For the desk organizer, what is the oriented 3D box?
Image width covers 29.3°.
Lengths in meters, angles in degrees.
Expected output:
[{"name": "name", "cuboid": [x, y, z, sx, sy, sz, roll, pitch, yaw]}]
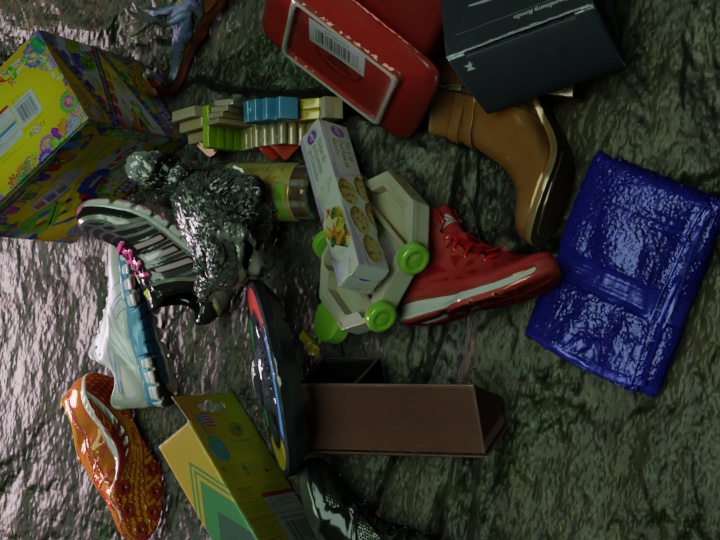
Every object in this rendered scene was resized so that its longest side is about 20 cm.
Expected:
[{"name": "desk organizer", "cuboid": [0.041, 0.136, 1.385, 0.198, 0.072, 0.078, -2, 110, 26]}]

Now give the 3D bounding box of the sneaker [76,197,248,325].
[{"name": "sneaker", "cuboid": [-0.223, -0.006, 1.485, 0.198, 0.074, 0.088, 28, 70, -9]}]

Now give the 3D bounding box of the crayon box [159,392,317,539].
[{"name": "crayon box", "cuboid": [-0.130, 0.224, 1.448, 0.051, 0.127, 0.201, -39, 71, 19]}]

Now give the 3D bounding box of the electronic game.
[{"name": "electronic game", "cuboid": [-0.090, 0.110, 1.409, 0.041, 0.200, 0.203, -10, 81, -9]}]

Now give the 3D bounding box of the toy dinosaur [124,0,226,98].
[{"name": "toy dinosaur", "cuboid": [-0.188, -0.282, 1.528, 0.197, 0.105, 0.184, 2, 109, 14]}]

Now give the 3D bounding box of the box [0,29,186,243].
[{"name": "box", "cuboid": [-0.337, -0.140, 1.530, 0.199, 0.192, 0.123, -38, 72, 18]}]

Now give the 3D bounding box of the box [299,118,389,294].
[{"name": "box", "cuboid": [-0.018, -0.067, 1.391, 0.039, 0.041, 0.202, -47, 42, 34]}]

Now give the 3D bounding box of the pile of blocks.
[{"name": "pile of blocks", "cuboid": [-0.112, -0.148, 1.482, 0.198, 0.082, 0.063, -4, 86, 25]}]

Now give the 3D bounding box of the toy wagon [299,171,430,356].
[{"name": "toy wagon", "cuboid": [0.000, 0.000, 1.410, 0.202, 0.039, 0.155, -62, 36, 19]}]

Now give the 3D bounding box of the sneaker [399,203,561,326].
[{"name": "sneaker", "cuboid": [0.104, -0.019, 1.353, 0.199, 0.078, 0.117, -18, 76, 41]}]

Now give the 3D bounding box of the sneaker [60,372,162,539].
[{"name": "sneaker", "cuboid": [-0.280, 0.216, 1.564, 0.077, 0.072, 0.202, -38, 66, 40]}]

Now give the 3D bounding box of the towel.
[{"name": "towel", "cuboid": [0.250, 0.002, 1.314, 0.146, 0.049, 0.202, 24, 98, 24]}]

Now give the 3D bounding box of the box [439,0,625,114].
[{"name": "box", "cuboid": [0.156, -0.273, 1.307, 0.146, 0.104, 0.202, -16, 59, 22]}]

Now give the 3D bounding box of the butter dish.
[{"name": "butter dish", "cuboid": [0.017, -0.258, 1.376, 0.199, 0.200, 0.148, 37, 74, 2]}]

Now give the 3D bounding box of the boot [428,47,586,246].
[{"name": "boot", "cuboid": [0.136, -0.129, 1.368, 0.153, 0.074, 0.203, 8, 80, 26]}]

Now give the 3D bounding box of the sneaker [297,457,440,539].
[{"name": "sneaker", "cuboid": [0.017, 0.266, 1.403, 0.114, 0.076, 0.201, -33, 77, 19]}]

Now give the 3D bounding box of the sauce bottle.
[{"name": "sauce bottle", "cuboid": [-0.131, -0.085, 1.499, 0.198, 0.065, 0.066, 1, 88, 27]}]

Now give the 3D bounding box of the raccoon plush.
[{"name": "raccoon plush", "cuboid": [-0.181, -0.041, 1.424, 0.198, 0.134, 0.098, 13, 127, 20]}]

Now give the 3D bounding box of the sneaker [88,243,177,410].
[{"name": "sneaker", "cuboid": [-0.270, 0.061, 1.547, 0.086, 0.075, 0.203, -14, 81, 15]}]
